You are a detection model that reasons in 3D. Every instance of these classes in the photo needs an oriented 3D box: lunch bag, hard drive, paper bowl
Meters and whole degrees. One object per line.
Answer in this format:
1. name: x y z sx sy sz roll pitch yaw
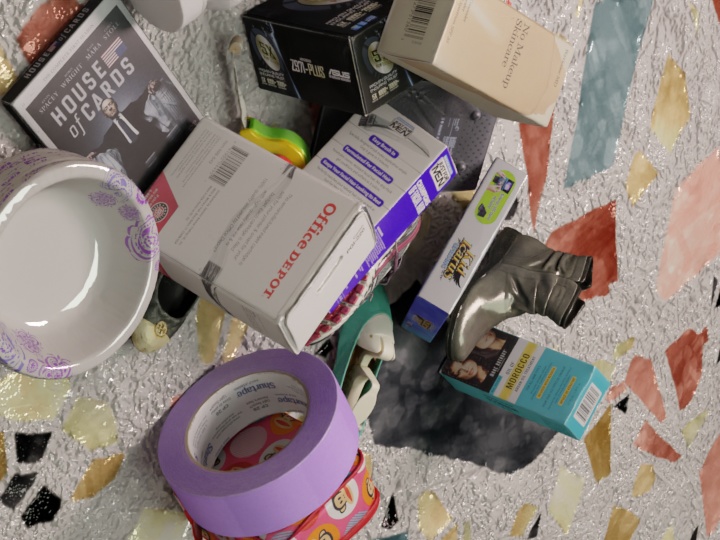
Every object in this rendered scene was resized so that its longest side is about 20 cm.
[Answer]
1. lunch bag: -0.097 0.239 1.675 0.176 0.199 0.082 -41 129 -26
2. hard drive: 0.044 -0.152 1.731 0.198 0.042 0.136 2 123 -20
3. paper bowl: -0.289 -0.011 1.458 0.200 0.104 0.202 -18 117 -39

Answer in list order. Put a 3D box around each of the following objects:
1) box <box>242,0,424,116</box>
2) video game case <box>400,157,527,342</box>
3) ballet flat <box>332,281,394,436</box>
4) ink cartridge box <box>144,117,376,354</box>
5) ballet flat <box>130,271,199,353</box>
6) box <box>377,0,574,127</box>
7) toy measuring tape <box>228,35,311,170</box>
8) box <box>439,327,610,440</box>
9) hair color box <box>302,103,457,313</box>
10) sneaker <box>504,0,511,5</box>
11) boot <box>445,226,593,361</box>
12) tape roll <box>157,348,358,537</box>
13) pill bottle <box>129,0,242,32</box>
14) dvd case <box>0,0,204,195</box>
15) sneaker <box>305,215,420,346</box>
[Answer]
1. box: 0.010 -0.251 1.642 0.200 0.163 0.087 -34 126 -32
2. video game case: 0.116 -0.019 1.832 0.182 0.045 0.200 -59 177 -12
3. ballet flat: 0.004 0.108 1.829 0.067 0.070 0.202 19 89 -47
4. ink cartridge box: -0.105 -0.034 1.550 0.146 0.199 0.085 -54 156 -15
5. ballet flat: -0.169 -0.005 1.619 0.066 0.057 0.201 43 72 -44
6. box: 0.117 -0.218 1.586 0.199 0.077 0.096 18 90 -48
7. toy measuring tape: -0.089 -0.144 1.640 0.073 0.073 0.201 -29 125 -36
8. box: 0.196 0.129 1.938 0.083 0.199 0.049 -59 138 -12
9. hair color box: -0.009 -0.069 1.629 0.200 0.109 0.065 -48 152 -8
10. sneaker: 0.163 -0.357 1.835 0.201 0.067 0.109 -33 127 -29
11. boot: 0.194 0.040 1.936 0.201 0.130 0.068 -57 155 -25
12. tape roll: -0.104 0.174 1.643 0.200 0.199 0.066 -47 132 -24
13. pill bottle: -0.128 -0.316 1.508 0.200 0.119 0.120 -43 130 -27
14. dvd case: -0.234 -0.145 1.528 0.151 0.025 0.200 -53 135 -19
15. sneaker: 0.000 0.000 1.672 0.200 0.080 0.075 -51 148 -13
